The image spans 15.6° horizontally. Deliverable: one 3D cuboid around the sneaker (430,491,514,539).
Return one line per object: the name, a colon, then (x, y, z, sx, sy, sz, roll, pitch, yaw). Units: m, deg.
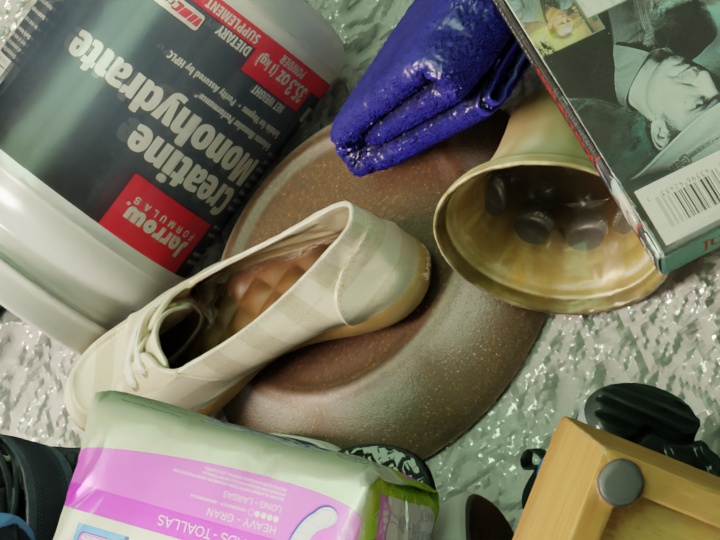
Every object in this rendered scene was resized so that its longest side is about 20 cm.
sneaker: (0.030, 0.188, 1.068, 0.085, 0.073, 0.200, -19, 57, 27)

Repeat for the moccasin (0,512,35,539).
moccasin: (-0.167, 0.198, 1.143, 0.080, 0.200, 0.068, -6, 33, 2)

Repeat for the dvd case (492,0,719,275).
dvd case: (0.136, -0.112, 1.074, 0.146, 0.022, 0.200, -27, 65, -6)

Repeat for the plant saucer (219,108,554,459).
plant saucer: (0.000, 0.000, 1.226, 0.200, 0.037, 0.201, -19, 54, 29)

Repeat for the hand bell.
hand bell: (0.099, -0.091, 1.177, 0.104, 0.104, 0.200, -14, 47, 32)

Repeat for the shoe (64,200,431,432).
shoe: (-0.063, 0.020, 1.202, 0.200, 0.053, 0.070, -25, 52, 26)

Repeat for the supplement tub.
supplement tub: (-0.115, -0.071, 1.284, 0.200, 0.140, 0.140, -53, 46, 2)

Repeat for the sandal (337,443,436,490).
sandal: (-0.023, 0.164, 1.139, 0.075, 0.048, 0.201, 26, 97, 22)

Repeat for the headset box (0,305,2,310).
headset box: (-0.260, -0.053, 1.349, 0.093, 0.200, 0.174, 29, 86, 44)

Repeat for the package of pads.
package of pads: (-0.061, 0.163, 1.073, 0.154, 0.068, 0.200, 13, 85, 31)

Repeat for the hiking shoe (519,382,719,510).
hiking shoe: (0.116, 0.148, 1.040, 0.087, 0.074, 0.200, -47, 45, 50)

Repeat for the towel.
towel: (0.068, -0.135, 1.183, 0.200, 0.050, 0.148, -56, 7, -20)

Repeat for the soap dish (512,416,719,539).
soap dish: (0.137, 0.156, 0.932, 0.200, 0.081, 0.158, 22, 77, 5)

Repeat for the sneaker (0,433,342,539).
sneaker: (-0.114, 0.107, 1.173, 0.202, 0.146, 0.077, -11, 73, 36)
